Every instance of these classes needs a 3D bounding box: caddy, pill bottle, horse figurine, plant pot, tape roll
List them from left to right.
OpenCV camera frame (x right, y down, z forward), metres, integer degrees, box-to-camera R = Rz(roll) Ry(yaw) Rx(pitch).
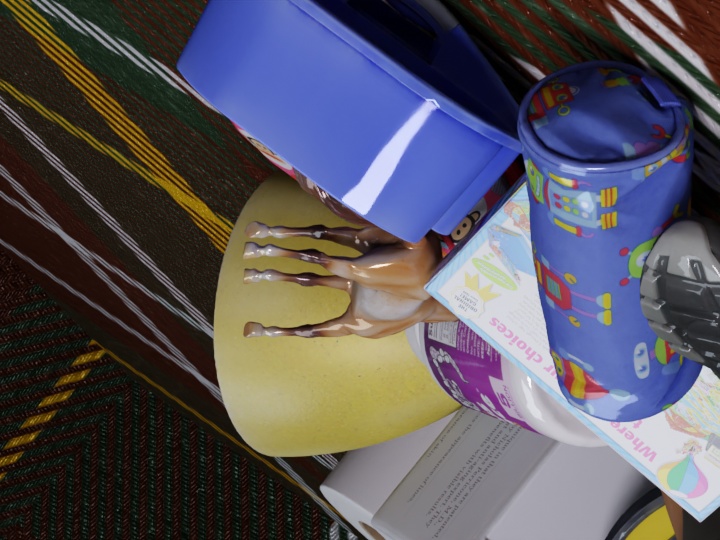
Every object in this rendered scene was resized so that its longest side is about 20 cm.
[{"bbox_3d":[0.000,0.000,1.509,0.132,0.050,0.200,2,157,-1],"label":"horse figurine"},{"bbox_3d":[0.004,-0.104,1.404,0.200,0.105,0.141,37,-168,10],"label":"caddy"},{"bbox_3d":[0.013,0.033,1.817,0.141,0.201,0.200,5,154,28],"label":"plant pot"},{"bbox_3d":[0.082,0.201,2.379,0.202,0.139,0.203,39,170,8],"label":"tape roll"},{"bbox_3d":[0.103,0.039,1.649,0.112,0.112,0.200,43,170,-21],"label":"pill bottle"}]

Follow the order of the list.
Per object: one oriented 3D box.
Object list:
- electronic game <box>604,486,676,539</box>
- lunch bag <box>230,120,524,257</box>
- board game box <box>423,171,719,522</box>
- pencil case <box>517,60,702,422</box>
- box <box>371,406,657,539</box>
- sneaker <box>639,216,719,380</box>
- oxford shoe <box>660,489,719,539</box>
[{"bbox_3d":[0.245,0.192,1.667,0.200,0.200,0.042,44,-153,-29],"label":"electronic game"},{"bbox_3d":[0.009,-0.070,1.589,0.200,0.082,0.176,33,169,31],"label":"lunch bag"},{"bbox_3d":[0.149,0.028,1.429,0.200,0.034,0.134,40,130,-4],"label":"board game box"},{"bbox_3d":[0.127,-0.013,1.307,0.078,0.087,0.200,55,166,40],"label":"pencil case"},{"bbox_3d":[0.153,0.162,1.763,0.199,0.200,0.131,44,171,-26],"label":"box"},{"bbox_3d":[0.196,0.022,1.295,0.075,0.079,0.200,15,158,38],"label":"sneaker"},{"bbox_3d":[0.209,0.147,1.511,0.071,0.071,0.201,77,179,-52],"label":"oxford shoe"}]
